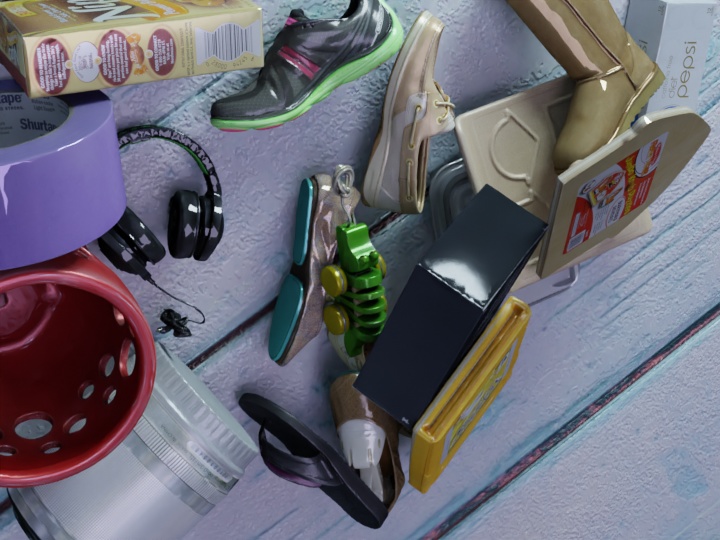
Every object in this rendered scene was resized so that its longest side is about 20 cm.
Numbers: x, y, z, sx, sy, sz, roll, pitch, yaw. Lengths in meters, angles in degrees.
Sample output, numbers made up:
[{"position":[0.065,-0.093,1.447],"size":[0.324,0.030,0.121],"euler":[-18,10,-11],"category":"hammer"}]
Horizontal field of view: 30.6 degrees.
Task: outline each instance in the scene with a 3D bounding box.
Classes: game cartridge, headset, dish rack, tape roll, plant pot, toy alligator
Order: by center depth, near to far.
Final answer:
[{"position":[-0.289,-0.080,1.040],"size":[0.199,0.200,0.085],"euler":[-15,119,-21],"category":"tape roll"},{"position":[-0.293,0.056,1.113],"size":[0.199,0.182,0.201],"euler":[-12,117,-24],"category":"plant pot"},{"position":[-0.186,-0.035,1.211],"size":[0.123,0.094,0.201],"euler":[-16,104,-16],"category":"headset"},{"position":[0.000,0.000,1.252],"size":[0.059,0.054,0.201],"euler":[-20,120,-32],"category":"toy alligator"},{"position":[0.112,0.136,1.367],"size":[0.177,0.032,0.200],"euler":[-52,163,-19],"category":"game cartridge"},{"position":[0.163,-0.037,1.399],"size":[0.171,0.044,0.201],"euler":[-21,120,-18],"category":"dish rack"}]

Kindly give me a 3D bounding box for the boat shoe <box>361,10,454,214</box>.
[{"position":[0.057,-0.147,1.260],"size":[0.069,0.074,0.201],"euler":[19,117,10],"category":"boat shoe"}]

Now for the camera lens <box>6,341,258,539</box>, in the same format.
[{"position":[-0.215,0.187,1.230],"size":[0.200,0.160,0.160],"euler":[-43,125,-4],"category":"camera lens"}]

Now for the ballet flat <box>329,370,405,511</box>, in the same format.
[{"position":[0.007,0.193,1.383],"size":[0.067,0.073,0.201],"euler":[-1,135,10],"category":"ballet flat"}]

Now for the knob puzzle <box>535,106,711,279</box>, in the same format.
[{"position":[0.251,-0.094,1.259],"size":[0.219,0.030,0.220],"euler":[-31,154,-17],"category":"knob puzzle"}]

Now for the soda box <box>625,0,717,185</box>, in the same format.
[{"position":[0.313,-0.192,1.393],"size":[0.068,0.064,0.201],"euler":[-5,114,-26],"category":"soda box"}]

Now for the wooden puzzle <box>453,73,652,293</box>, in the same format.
[{"position":[0.193,-0.096,1.338],"size":[0.199,0.046,0.186],"euler":[-23,102,-23],"category":"wooden puzzle"}]

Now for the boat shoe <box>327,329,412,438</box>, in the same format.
[{"position":[0.033,0.120,1.391],"size":[0.073,0.063,0.200],"euler":[-42,125,-4],"category":"boat shoe"}]

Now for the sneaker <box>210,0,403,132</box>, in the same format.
[{"position":[-0.058,-0.191,1.200],"size":[0.200,0.077,0.084],"euler":[-34,106,-12],"category":"sneaker"}]

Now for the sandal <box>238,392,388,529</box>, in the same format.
[{"position":[-0.053,0.202,1.342],"size":[0.200,0.075,0.048],"euler":[45,63,-11],"category":"sandal"}]

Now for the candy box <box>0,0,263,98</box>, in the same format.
[{"position":[-0.192,-0.195,1.089],"size":[0.199,0.115,0.056],"euler":[-11,117,-23],"category":"candy box"}]

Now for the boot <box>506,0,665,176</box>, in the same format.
[{"position":[0.191,-0.213,1.274],"size":[0.200,0.066,0.175],"euler":[48,62,-20],"category":"boot"}]

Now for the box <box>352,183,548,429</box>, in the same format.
[{"position":[0.083,0.036,1.249],"size":[0.141,0.079,0.200],"euler":[-51,171,-42],"category":"box"}]

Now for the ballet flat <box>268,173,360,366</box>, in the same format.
[{"position":[-0.039,0.005,1.293],"size":[0.067,0.068,0.201],"euler":[6,111,-21],"category":"ballet flat"}]
